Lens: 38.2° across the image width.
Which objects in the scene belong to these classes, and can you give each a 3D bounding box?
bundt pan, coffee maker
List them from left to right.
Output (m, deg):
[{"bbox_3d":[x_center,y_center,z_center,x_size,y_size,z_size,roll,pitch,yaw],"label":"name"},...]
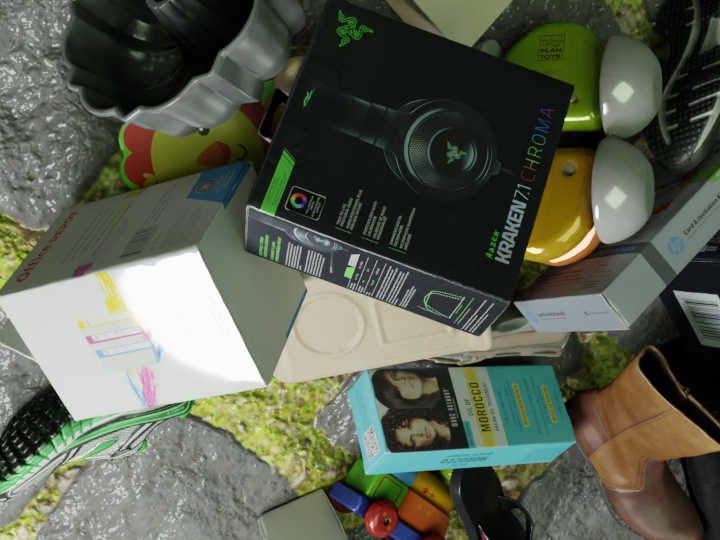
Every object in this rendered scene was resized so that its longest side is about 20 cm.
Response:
[{"bbox_3d":[-0.119,-0.185,0.754,0.202,0.202,0.076,-51,142,5],"label":"bundt pan"},{"bbox_3d":[0.362,0.185,1.004,0.134,0.192,0.201,-8,115,31],"label":"coffee maker"}]

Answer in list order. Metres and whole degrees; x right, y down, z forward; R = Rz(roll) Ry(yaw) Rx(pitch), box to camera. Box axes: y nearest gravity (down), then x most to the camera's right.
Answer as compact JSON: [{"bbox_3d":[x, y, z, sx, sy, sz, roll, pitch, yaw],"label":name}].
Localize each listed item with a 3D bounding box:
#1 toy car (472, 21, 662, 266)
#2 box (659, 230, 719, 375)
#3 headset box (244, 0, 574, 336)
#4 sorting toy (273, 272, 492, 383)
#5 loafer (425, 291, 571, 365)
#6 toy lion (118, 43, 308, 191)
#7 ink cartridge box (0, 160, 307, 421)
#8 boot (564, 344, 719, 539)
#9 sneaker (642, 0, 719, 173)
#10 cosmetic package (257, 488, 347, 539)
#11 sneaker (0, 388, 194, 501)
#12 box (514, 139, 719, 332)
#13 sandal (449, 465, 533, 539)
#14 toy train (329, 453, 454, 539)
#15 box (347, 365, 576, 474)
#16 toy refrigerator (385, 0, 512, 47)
[{"bbox_3d":[0.167,-0.102,0.878,0.150,0.174,0.202,17,76,-62],"label":"toy car"},{"bbox_3d":[0.371,-0.019,0.947,0.200,0.104,0.148,-46,115,-21],"label":"box"},{"bbox_3d":[0.026,-0.075,0.737,0.199,0.093,0.175,21,71,0],"label":"headset box"},{"bbox_3d":[0.000,0.000,0.862,0.198,0.037,0.186,-9,120,9],"label":"sorting toy"},{"bbox_3d":[0.107,0.064,0.959,0.198,0.072,0.063,-7,117,-16],"label":"loafer"},{"bbox_3d":[-0.093,-0.083,0.861,0.191,0.069,0.201,-27,114,2],"label":"toy lion"},{"bbox_3d":[-0.165,0.019,0.802,0.198,0.129,0.126,-12,120,21],"label":"ink cartridge box"},{"bbox_3d":[0.281,0.167,0.942,0.068,0.200,0.189,-31,79,-24],"label":"boot"},{"bbox_3d":[0.297,-0.160,0.890,0.080,0.073,0.201,42,56,-34],"label":"sneaker"},{"bbox_3d":[-0.025,0.323,0.990,0.071,0.105,0.201,-22,114,-9],"label":"cosmetic package"},{"bbox_3d":[-0.229,0.141,0.886,0.199,0.078,0.085,-31,122,1],"label":"sneaker"},{"bbox_3d":[0.239,-0.029,0.886,0.200,0.156,0.041,-43,98,-15],"label":"box"},{"bbox_3d":[0.137,0.252,1.008,0.075,0.045,0.201,-58,139,-33],"label":"sandal"},{"bbox_3d":[0.074,0.226,1.005,0.200,0.084,0.116,39,78,-28],"label":"toy train"},{"bbox_3d":[0.093,0.133,0.947,0.198,0.083,0.049,1,148,-26],"label":"box"},{"bbox_3d":[0.029,-0.269,0.824,0.200,0.070,0.076,43,87,-24],"label":"toy refrigerator"}]
